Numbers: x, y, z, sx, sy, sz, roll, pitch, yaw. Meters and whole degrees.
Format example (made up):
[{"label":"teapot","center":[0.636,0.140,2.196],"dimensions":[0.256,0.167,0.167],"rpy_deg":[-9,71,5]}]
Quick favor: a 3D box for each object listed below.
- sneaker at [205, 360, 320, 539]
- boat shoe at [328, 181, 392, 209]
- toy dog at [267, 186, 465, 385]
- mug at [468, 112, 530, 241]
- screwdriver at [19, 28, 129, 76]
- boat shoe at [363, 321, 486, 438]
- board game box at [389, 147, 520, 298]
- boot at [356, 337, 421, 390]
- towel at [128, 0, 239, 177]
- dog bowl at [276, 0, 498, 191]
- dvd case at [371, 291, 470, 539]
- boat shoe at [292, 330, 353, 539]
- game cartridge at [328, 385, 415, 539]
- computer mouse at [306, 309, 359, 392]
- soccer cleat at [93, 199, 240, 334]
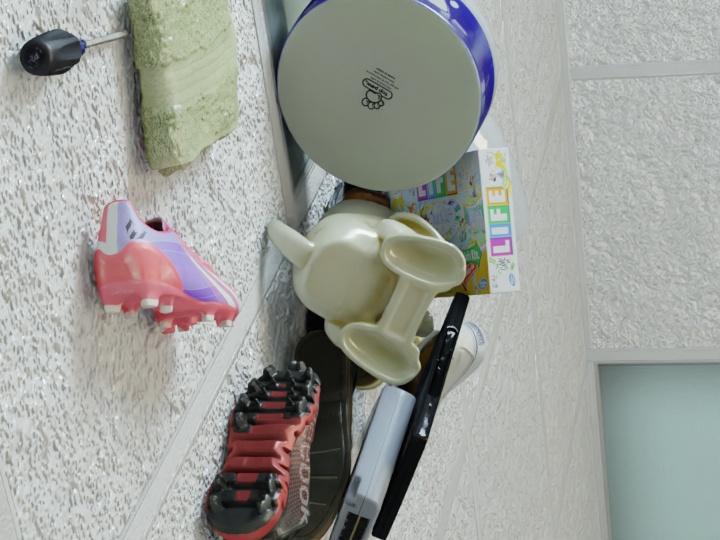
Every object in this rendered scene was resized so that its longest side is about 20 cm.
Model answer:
[{"label":"sneaker","center":[-0.074,0.166,1.512],"dimensions":[0.201,0.070,0.099],"rpy_deg":[-73,157,-47]},{"label":"boat shoe","center":[0.009,-0.084,1.892],"dimensions":[0.200,0.071,0.068],"rpy_deg":[-56,145,-55]},{"label":"toy dog","center":[0.000,0.000,1.696],"dimensions":[0.200,0.192,0.141],"rpy_deg":[-92,-162,-75]},{"label":"mug","center":[0.119,-0.109,2.112],"dimensions":[0.200,0.147,0.177],"rpy_deg":[43,-24,58]},{"label":"screwdriver","center":[-0.181,-0.153,1.199],"dimensions":[0.029,0.028,0.200],"rpy_deg":[-65,176,19]},{"label":"boat shoe","center":[0.052,0.129,1.915],"dimensions":[0.069,0.200,0.071],"rpy_deg":[-1,52,-46]},{"label":"board game box","center":[0.088,-0.042,1.771],"dimensions":[0.200,0.034,0.136],"rpy_deg":[172,-87,-66]},{"label":"boot","center":[0.025,0.060,1.936],"dimensions":[0.155,0.071,0.202],"rpy_deg":[71,22,-58]},{"label":"towel","center":[-0.129,-0.162,1.382],"dimensions":[0.200,0.036,0.150],"rpy_deg":[-53,139,-70]},{"label":"dog bowl","center":[0.025,-0.179,1.679],"dimensions":[0.079,0.198,0.202],"rpy_deg":[-61,147,-59]},{"label":"dvd case","center":[0.057,0.133,1.677],"dimensions":[0.201,0.017,0.144],"rpy_deg":[-69,179,-49]},{"label":"boat shoe","center":[-0.035,0.160,1.669],"dimensions":[0.068,0.071,0.202],"rpy_deg":[73,25,-66]},{"label":"game cartridge","center":[0.007,0.194,1.681],"dimensions":[0.201,0.040,0.134],"rpy_deg":[108,-2,-59]},{"label":"computer mouse","center":[-0.018,0.131,1.796],"dimensions":[0.140,0.045,0.202],"rpy_deg":[50,41,-67]},{"label":"soccer cleat","center":[-0.135,0.001,1.298],"dimensions":[0.200,0.066,0.077],"rpy_deg":[22,62,-72]}]
